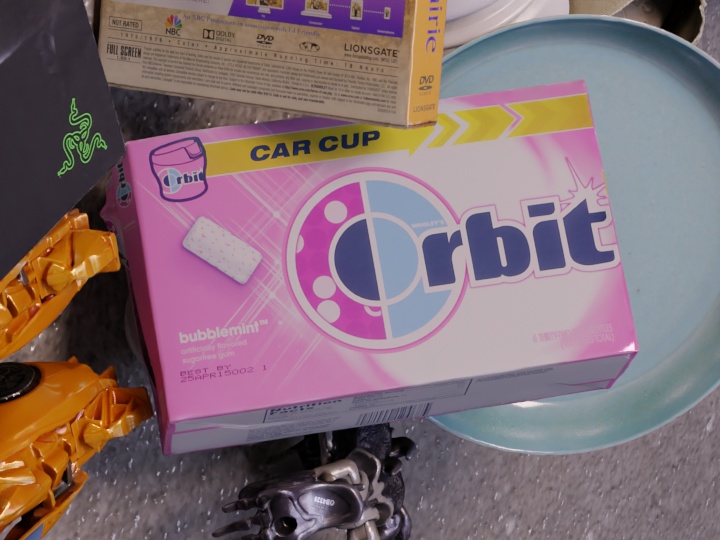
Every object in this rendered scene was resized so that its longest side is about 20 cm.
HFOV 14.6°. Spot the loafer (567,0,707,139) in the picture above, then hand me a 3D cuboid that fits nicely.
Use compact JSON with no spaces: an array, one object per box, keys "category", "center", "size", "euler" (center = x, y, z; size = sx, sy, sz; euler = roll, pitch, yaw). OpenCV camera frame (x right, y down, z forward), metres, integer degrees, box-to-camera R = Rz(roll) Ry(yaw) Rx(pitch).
[{"category":"loafer","center":[0.090,-0.063,1.252],"size":[0.075,0.068,0.201],"euler":[26,87,-29]}]

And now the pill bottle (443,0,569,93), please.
[{"category":"pill bottle","center":[0.020,-0.176,1.185],"size":[0.114,0.113,0.201],"euler":[-56,142,-33]}]

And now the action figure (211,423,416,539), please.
[{"category":"action figure","center":[-0.029,0.096,1.207],"size":[0.200,0.101,0.120],"euler":[-64,147,-73]}]

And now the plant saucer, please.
[{"category":"plant saucer","center":[0.087,-0.017,1.218],"size":[0.027,0.198,0.202],"euler":[-109,-166,-68]}]

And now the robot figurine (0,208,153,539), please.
[{"category":"robot figurine","center":[-0.159,0.064,1.021],"size":[0.200,0.058,0.146],"euler":[-44,133,-44]}]

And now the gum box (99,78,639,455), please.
[{"category":"gum box","center":[0.000,0.000,1.117],"size":[0.066,0.198,0.114],"euler":[110,-29,-73]}]

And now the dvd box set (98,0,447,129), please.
[{"category":"dvd box set","center":[-0.031,-0.163,1.077],"size":[0.029,0.145,0.202],"euler":[-13,109,-60]}]

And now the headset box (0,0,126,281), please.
[{"category":"headset box","center":[-0.177,-0.066,0.922],"size":[0.200,0.092,0.175],"euler":[-49,138,-40]}]

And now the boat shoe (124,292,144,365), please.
[{"category":"boat shoe","center":[0.001,0.026,1.176],"size":[0.057,0.198,0.069],"euler":[102,-15,-71]}]
